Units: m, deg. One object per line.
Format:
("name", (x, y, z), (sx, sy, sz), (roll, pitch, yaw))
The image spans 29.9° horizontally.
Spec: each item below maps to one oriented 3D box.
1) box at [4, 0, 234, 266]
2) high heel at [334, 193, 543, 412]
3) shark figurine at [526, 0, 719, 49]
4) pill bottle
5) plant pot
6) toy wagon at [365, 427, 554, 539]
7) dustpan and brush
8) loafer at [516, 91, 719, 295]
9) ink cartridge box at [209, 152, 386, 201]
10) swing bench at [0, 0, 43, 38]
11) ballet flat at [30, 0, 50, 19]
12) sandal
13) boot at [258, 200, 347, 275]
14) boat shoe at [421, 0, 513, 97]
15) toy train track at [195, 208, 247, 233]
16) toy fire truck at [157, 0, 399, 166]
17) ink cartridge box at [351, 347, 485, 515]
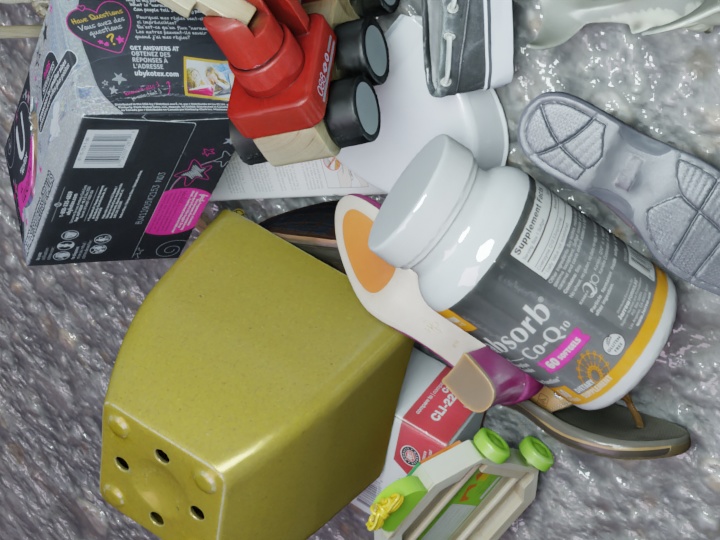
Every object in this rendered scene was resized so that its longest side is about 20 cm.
("box", (-0.182, -0.104, 1.011), (0.200, 0.131, 0.116), (-54, 47, 51))
("high heel", (0.062, 0.018, 1.016), (0.200, 0.096, 0.068), (48, 121, 20))
("shark figurine", (0.194, -0.182, 0.799), (0.214, 0.127, 0.091), (10, 105, 58))
("pill bottle", (0.111, 0.000, 0.936), (0.199, 0.117, 0.116), (33, 142, -13))
("plant pot", (-0.099, 0.113, 1.061), (0.193, 0.200, 0.197), (29, 135, 18))
("toy wagon", (0.070, 0.194, 1.116), (0.156, 0.199, 0.040), (-52, 52, 17))
("dustpan and brush", (0.075, -0.079, 0.997), (0.200, 0.057, 0.140), (49, 129, 6))
("loafer", (0.197, -0.057, 0.907), (0.199, 0.063, 0.072), (36, 110, 5))
("ink cartridge box", (-0.061, -0.136, 1.078), (0.198, 0.050, 0.162), (-2, 122, 23))
("swing bench", (-0.276, -0.271, 0.992), (0.200, 0.197, 0.131), (-45, 60, 51))
("ballet flat", (-0.143, -0.212, 0.987), (0.198, 0.047, 0.068), (-10, 150, -3))
("sandal", (0.163, 0.091, 1.052), (0.199, 0.081, 0.055), (27, 116, 31))
("boot", (0.000, 0.000, 1.094), (0.198, 0.075, 0.098), (3, 117, 35))
("boat shoe", (0.056, -0.204, 0.873), (0.074, 0.067, 0.201), (-111, 9, -47))
("toy train track", (-0.096, -0.033, 1.183), (0.199, 0.033, 0.115), (26, 172, 10))
("toy fire truck", (-0.076, -0.188, 0.880), (0.127, 0.178, 0.200), (-7, 145, 24))
("ink cartridge box", (0.002, 0.129, 1.202), (0.199, 0.084, 0.145), (28, 137, 19))
